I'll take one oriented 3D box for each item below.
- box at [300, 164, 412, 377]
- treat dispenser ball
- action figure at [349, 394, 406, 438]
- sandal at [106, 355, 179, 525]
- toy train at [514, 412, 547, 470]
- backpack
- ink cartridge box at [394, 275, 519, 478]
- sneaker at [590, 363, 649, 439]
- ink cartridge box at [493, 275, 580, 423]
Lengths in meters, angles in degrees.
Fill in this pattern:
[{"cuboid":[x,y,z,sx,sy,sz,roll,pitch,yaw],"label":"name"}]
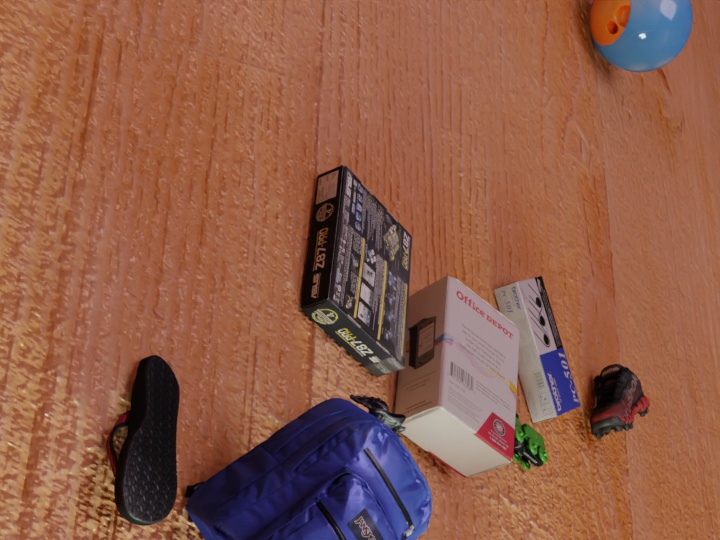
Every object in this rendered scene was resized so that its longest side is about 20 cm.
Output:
[{"cuboid":[0.000,0.000,1.712,0.161,0.049,0.202,41,41,-40],"label":"box"},{"cuboid":[0.541,-0.486,2.767,0.200,0.199,0.203,37,44,-45],"label":"treat dispenser ball"},{"cuboid":[-0.026,0.226,1.485,0.119,0.101,0.202,-27,139,-87],"label":"action figure"},{"cuboid":[-0.199,0.158,1.294,0.076,0.045,0.201,59,17,-31],"label":"sandal"},{"cuboid":[0.195,0.209,1.937,0.200,0.041,0.057,41,31,-42],"label":"toy train"},{"cuboid":[-0.029,0.232,1.339,0.199,0.167,0.164,-36,115,-18],"label":"backpack"},{"cuboid":[0.123,0.134,1.791,0.147,0.085,0.202,37,42,-31],"label":"ink cartridge box"},{"cuboid":[0.398,0.203,2.258,0.200,0.070,0.099,-21,92,-63],"label":"sneaker"},{"cuboid":[0.259,0.114,2.096,0.094,0.044,0.203,-10,82,-59],"label":"ink cartridge box"}]
